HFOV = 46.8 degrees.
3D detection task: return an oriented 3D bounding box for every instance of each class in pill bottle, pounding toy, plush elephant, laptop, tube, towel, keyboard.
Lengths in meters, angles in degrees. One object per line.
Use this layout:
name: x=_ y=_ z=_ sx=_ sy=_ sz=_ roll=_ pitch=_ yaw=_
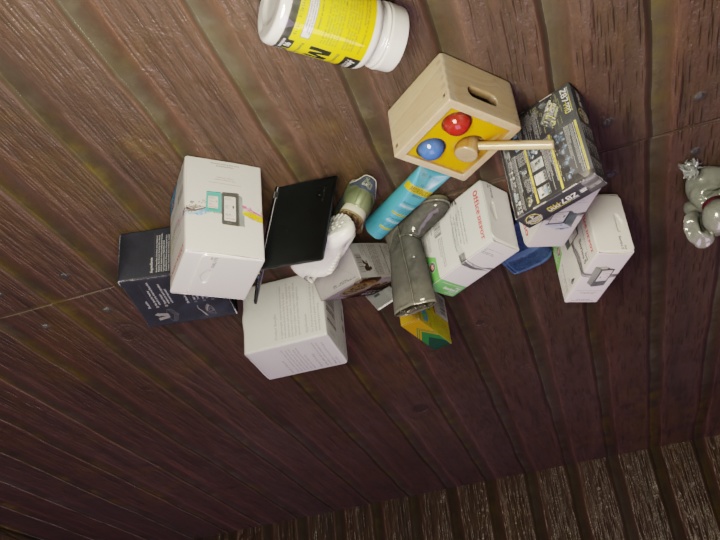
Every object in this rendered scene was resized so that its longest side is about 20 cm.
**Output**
pill bottle: x=-0.037 y=-0.354 z=1.181 sx=0.197 sy=0.116 sz=0.114 roll=10 pitch=146 yaw=-25
pounding toy: x=0.182 y=-0.237 z=1.388 sx=0.197 sy=0.144 sz=0.184 roll=14 pitch=144 yaw=-30
plush elephant: x=0.722 y=-0.128 z=1.664 sx=0.197 sy=0.157 sz=0.164 roll=16 pitch=142 yaw=-34
laptop: x=-0.123 y=-0.056 z=1.560 sx=0.114 sy=0.190 sz=0.201 roll=12 pitch=147 yaw=-4
tube: x=0.086 y=-0.138 z=1.633 sx=0.077 sy=0.051 sz=0.200 roll=10 pitch=140 yaw=-39
towel: x=0.338 y=-0.056 z=1.811 sx=0.110 sy=0.049 sz=0.199 roll=-24 pitch=145 yaw=25
keyboard: x=0.043 y=0.051 z=1.825 sx=0.056 sy=0.200 sz=0.011 roll=-38 pitch=103 yaw=-2

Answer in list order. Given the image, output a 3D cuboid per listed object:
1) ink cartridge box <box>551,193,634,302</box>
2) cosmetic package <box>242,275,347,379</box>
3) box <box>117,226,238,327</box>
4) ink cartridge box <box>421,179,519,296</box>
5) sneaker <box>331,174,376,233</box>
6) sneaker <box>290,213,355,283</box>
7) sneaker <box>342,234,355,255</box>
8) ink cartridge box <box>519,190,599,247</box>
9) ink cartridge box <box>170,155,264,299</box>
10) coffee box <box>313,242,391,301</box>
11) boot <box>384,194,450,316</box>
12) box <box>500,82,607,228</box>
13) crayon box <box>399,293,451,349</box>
ink cartridge box: x=0.488 y=-0.045 z=1.763 sx=0.082 sy=0.148 sz=0.201 roll=0 pitch=148 yaw=-9
cosmetic package: x=-0.149 y=0.127 z=1.896 sx=0.196 sy=0.168 sz=0.166 roll=-13 pitch=149 yaw=11
box: x=-0.369 y=0.010 z=1.704 sx=0.196 sy=0.119 sz=0.198 roll=-9 pitch=149 yaw=1
ink cartridge box: x=0.214 y=-0.062 z=1.679 sx=0.083 sy=0.148 sz=0.199 roll=17 pitch=142 yaw=-34
sneaker: x=-0.005 y=-0.130 z=1.596 sx=0.066 sy=0.091 sz=0.200 roll=27 pitch=173 yaw=-5
sneaker: x=-0.062 y=-0.039 z=1.554 sx=0.081 sy=0.077 sz=0.199 roll=49 pitch=142 yaw=-11
sneaker: x=-0.093 y=-0.065 z=1.642 sx=0.088 sy=0.076 sz=0.198 roll=40 pitch=153 yaw=-28
ink cartridge box: x=0.360 y=-0.159 z=1.550 sx=0.084 sy=0.149 sz=0.201 roll=-3 pitch=149 yaw=-10
ink cartridge box: x=-0.263 y=-0.073 z=1.509 sx=0.143 sy=0.203 sz=0.147 roll=7 pitch=147 yaw=-21
coffee box: x=0.000 y=0.000 z=1.733 sx=0.112 sy=0.081 sz=0.199 roll=-29 pitch=167 yaw=30
boot: x=0.121 y=-0.029 z=1.660 sx=0.072 sy=0.203 sz=0.181 roll=21 pitch=140 yaw=-39
box: x=0.322 y=-0.198 z=1.427 sx=0.049 sy=0.203 sz=0.160 roll=23 pitch=137 yaw=-39
crayon box: x=0.138 y=0.088 z=1.931 sx=0.050 sy=0.129 sz=0.199 roll=-22 pitch=145 yaw=24
